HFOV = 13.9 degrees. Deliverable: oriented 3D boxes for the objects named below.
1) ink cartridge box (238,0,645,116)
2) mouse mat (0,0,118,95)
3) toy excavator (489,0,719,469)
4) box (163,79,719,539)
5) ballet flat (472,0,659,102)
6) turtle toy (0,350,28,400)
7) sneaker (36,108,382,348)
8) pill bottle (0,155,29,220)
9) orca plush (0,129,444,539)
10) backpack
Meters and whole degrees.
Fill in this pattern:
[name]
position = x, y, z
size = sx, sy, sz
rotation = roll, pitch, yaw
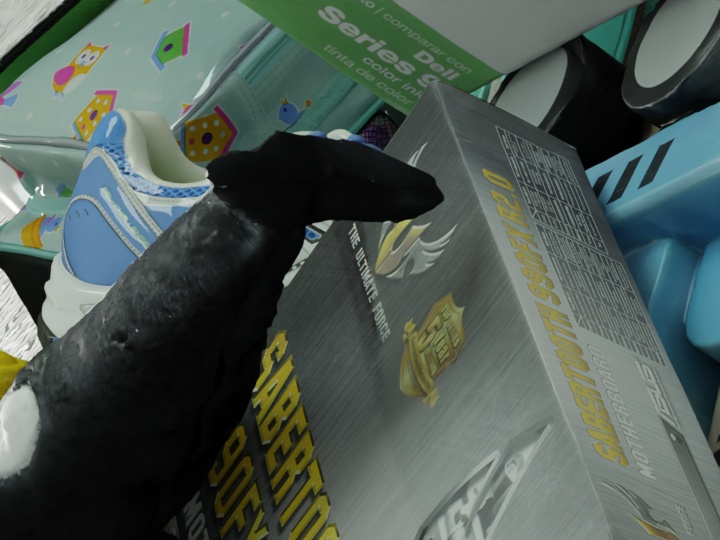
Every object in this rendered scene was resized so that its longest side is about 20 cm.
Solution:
[ink cartridge box]
position = 0.061, -0.143, 0.765
size = 0.200, 0.087, 0.146
rotation = -28, 34, 54
[mouse mat]
position = -0.050, -0.066, 1.157
size = 0.161, 0.200, 0.008
rotation = -42, 52, -4
[toy excavator]
position = 0.095, 0.026, 0.707
size = 0.194, 0.100, 0.201
rotation = -26, 38, 53
[box]
position = 0.012, 0.075, 0.679
size = 0.159, 0.048, 0.200
rotation = -54, 29, 25
[ballet flat]
position = 0.052, -0.014, 0.946
size = 0.070, 0.067, 0.201
rotation = 76, -148, -65
[turtle toy]
position = -0.124, 0.087, 0.976
size = 0.200, 0.101, 0.147
rotation = -4, -76, -62
[sneaker]
position = 0.000, 0.000, 0.856
size = 0.076, 0.199, 0.078
rotation = -14, -69, -74
[pill bottle]
position = -0.065, -0.074, 1.332
size = 0.200, 0.114, 0.114
rotation = -48, 15, -7
[orca plush]
position = -0.042, 0.045, 0.709
size = 0.200, 0.071, 0.105
rotation = -43, -10, 32
[backpack]
position = -0.023, -0.045, 1.058
size = 0.200, 0.154, 0.175
rotation = -36, 22, -28
